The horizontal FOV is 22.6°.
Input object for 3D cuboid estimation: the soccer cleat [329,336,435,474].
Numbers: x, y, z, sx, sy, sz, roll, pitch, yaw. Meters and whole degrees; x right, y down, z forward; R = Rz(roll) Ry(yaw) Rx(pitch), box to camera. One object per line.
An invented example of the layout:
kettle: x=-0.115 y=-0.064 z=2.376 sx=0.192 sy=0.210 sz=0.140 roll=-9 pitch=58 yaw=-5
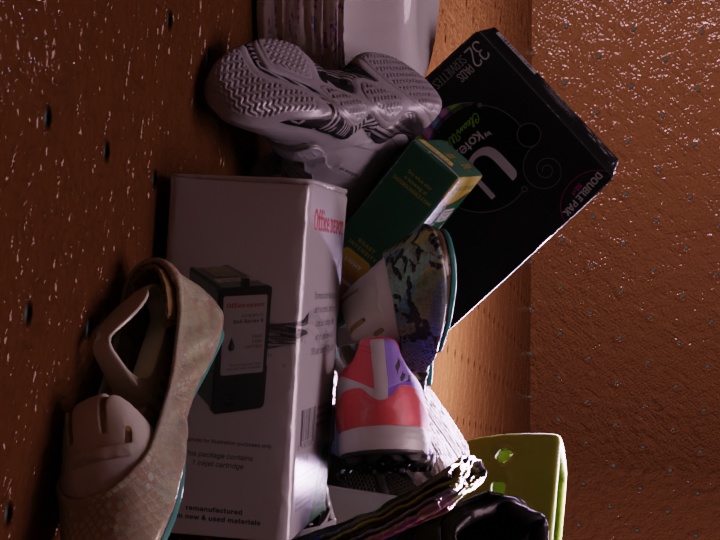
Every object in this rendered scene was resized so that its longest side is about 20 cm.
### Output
soccer cleat: x=0.013 y=0.089 z=1.124 sx=0.200 sy=0.068 sz=0.074 roll=88 pitch=0 yaw=-81

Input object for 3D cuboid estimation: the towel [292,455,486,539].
towel: x=-0.020 y=0.159 z=1.076 sx=0.023 sy=0.199 sz=0.144 roll=66 pitch=11 yaw=4

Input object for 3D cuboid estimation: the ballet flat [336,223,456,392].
ballet flat: x=0.019 y=0.035 z=1.129 sx=0.200 sy=0.074 sz=0.075 roll=95 pitch=3 yaw=-62

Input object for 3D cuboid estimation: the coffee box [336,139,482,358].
coffee box: x=0.000 y=0.000 z=1.215 sx=0.200 sy=0.044 sz=0.123 roll=-52 pitch=173 yaw=8

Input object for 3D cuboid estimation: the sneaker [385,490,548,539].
sneaker: x=0.090 y=0.196 z=1.139 sx=0.200 sy=0.111 sz=0.077 roll=26 pitch=49 yaw=-41

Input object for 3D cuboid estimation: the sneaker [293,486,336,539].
sneaker: x=-0.041 y=0.157 z=1.187 sx=0.072 sy=0.072 sz=0.201 roll=-35 pitch=141 yaw=-45

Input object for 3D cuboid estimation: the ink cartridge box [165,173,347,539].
ink cartridge box: x=-0.062 y=0.047 z=1.051 sx=0.146 sy=0.084 sz=0.201 roll=8 pitch=86 yaw=-82

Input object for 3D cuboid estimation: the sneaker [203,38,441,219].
sneaker: x=-0.038 y=-0.079 z=1.141 sx=0.200 sy=0.075 sz=0.115 roll=-5 pitch=136 yaw=-52

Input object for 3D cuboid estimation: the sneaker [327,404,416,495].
sneaker: x=0.006 y=0.209 z=1.440 sx=0.076 sy=0.114 sz=0.200 roll=57 pitch=40 yaw=-71

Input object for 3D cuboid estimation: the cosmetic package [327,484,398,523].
cosmetic package: x=0.030 y=0.200 z=1.304 sx=0.105 sy=0.199 sz=0.071 roll=47 pitch=51 yaw=-76

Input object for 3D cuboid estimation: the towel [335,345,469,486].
towel: x=0.016 y=0.084 z=1.387 sx=0.200 sy=0.034 sz=0.133 roll=55 pitch=12 yaw=-1

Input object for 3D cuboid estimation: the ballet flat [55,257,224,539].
ballet flat: x=-0.116 y=0.069 z=0.874 sx=0.062 sy=0.067 sz=0.200 roll=54 pitch=27 yaw=-29

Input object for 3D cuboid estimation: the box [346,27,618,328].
box: x=0.070 y=-0.061 z=1.344 sx=0.200 sy=0.149 sz=0.124 roll=-43 pitch=179 yaw=13

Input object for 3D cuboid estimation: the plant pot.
plant pot: x=0.126 y=0.286 z=1.967 sx=0.199 sy=0.181 sz=0.201 roll=67 pitch=28 yaw=-70

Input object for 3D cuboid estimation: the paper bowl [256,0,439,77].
paper bowl: x=-0.003 y=-0.198 z=1.260 sx=0.201 sy=0.104 sz=0.202 roll=5 pitch=90 yaw=-80
